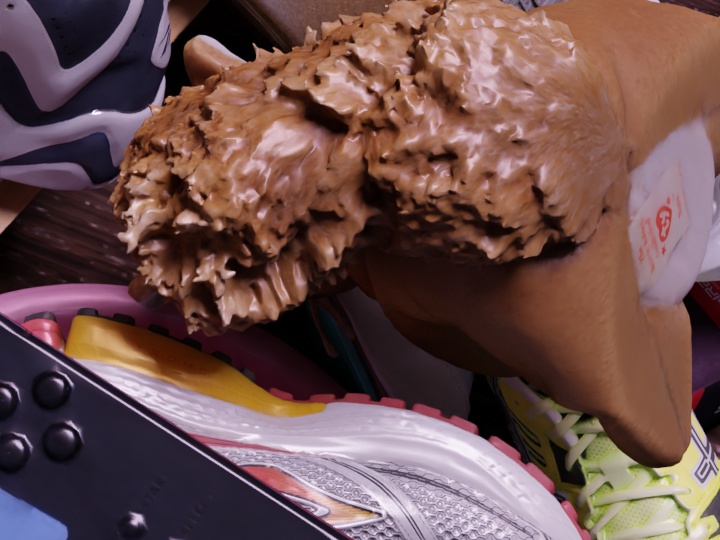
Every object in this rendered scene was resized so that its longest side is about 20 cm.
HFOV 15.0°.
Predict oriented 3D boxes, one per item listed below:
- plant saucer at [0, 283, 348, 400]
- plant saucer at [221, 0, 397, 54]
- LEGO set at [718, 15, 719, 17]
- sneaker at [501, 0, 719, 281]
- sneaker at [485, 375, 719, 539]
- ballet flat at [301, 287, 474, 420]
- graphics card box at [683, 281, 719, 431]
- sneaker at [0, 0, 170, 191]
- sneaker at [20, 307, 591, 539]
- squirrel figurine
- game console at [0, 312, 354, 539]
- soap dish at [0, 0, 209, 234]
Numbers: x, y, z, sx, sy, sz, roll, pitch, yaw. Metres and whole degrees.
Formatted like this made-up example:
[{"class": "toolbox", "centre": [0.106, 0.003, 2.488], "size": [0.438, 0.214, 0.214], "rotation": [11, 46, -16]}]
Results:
[{"class": "plant saucer", "centre": [-0.074, 0.096, 0.882], "size": [0.200, 0.051, 0.201], "rotation": [13, 46, -14]}, {"class": "plant saucer", "centre": [-0.028, -0.106, 1.021], "size": [0.035, 0.200, 0.200], "rotation": [-43, 73, -2]}, {"class": "LEGO set", "centre": [0.247, -0.161, 1.190], "size": [0.200, 0.154, 0.116], "rotation": [-16, 59, -45]}, {"class": "sneaker", "centre": [0.112, -0.052, 1.029], "size": [0.099, 0.078, 0.200], "rotation": [27, 24, -42]}, {"class": "sneaker", "centre": [0.083, 0.065, 0.942], "size": [0.200, 0.075, 0.076], "rotation": [63, 15, 23]}, {"class": "ballet flat", "centre": [0.000, 0.000, 0.984], "size": [0.069, 0.069, 0.200], "rotation": [-13, 56, -34]}, {"class": "graphics card box", "centre": [0.138, -0.010, 1.078], "size": [0.200, 0.051, 0.126], "rotation": [-21, 62, -39]}, {"class": "sneaker", "centre": [-0.147, -0.097, 0.846], "size": [0.199, 0.130, 0.080], "rotation": [14, 46, -14]}, {"class": "sneaker", "centre": [-0.025, 0.083, 0.839], "size": [0.200, 0.078, 0.082], "rotation": [15, 55, -4]}, {"class": "squirrel figurine", "centre": [0.004, -0.032, 0.850], "size": [0.186, 0.142, 0.200], "rotation": [9, -7, 31]}, {"class": "game console", "centre": [-0.115, 0.123, 0.774], "size": [0.177, 0.031, 0.200], "rotation": [32, 85, 5]}, {"class": "soap dish", "centre": [-0.166, -0.077, 0.968], "size": [0.157, 0.081, 0.200], "rotation": [32, 45, 4]}]
